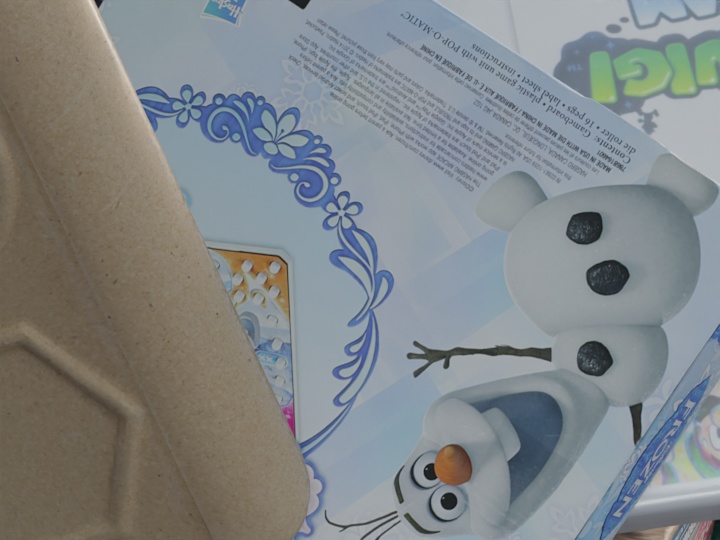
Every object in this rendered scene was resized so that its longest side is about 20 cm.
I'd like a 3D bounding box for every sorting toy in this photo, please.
[{"bbox_3d":[-0.135,0.018,0.740,0.036,0.200,0.185,-86,155,-65],"label":"sorting toy"}]

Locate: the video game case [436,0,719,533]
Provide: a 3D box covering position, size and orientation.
[{"bbox_3d":[0.126,-0.022,0.828,0.200,0.024,0.182,-8,68,-4],"label":"video game case"}]

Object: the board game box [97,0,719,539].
[{"bbox_3d":[-0.017,0.021,0.784,0.200,0.043,0.199,35,93,19],"label":"board game box"}]

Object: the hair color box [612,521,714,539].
[{"bbox_3d":[-0.004,0.072,0.853,0.200,0.061,0.100,17,39,18],"label":"hair color box"}]

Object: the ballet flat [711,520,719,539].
[{"bbox_3d":[0.127,0.071,0.911,0.070,0.200,0.067,31,33,19],"label":"ballet flat"}]
